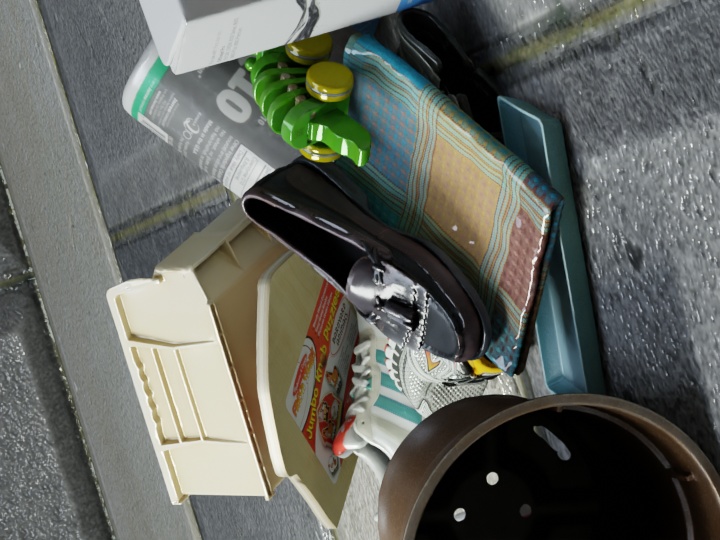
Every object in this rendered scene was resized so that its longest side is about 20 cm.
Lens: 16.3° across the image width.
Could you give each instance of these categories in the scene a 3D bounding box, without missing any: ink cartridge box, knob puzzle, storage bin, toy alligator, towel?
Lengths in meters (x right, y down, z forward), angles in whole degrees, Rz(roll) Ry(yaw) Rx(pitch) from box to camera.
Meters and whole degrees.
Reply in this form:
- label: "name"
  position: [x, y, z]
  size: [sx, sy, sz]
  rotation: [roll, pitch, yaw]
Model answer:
- label: "ink cartridge box"
  position: [-0.046, -0.224, 1.558]
  size: [0.084, 0.199, 0.145]
  rotation: [118, 132, -69]
- label: "knob puzzle"
  position: [-0.042, 0.066, 1.870]
  size: [0.219, 0.030, 0.221]
  rotation: [0, -90, -66]
- label: "storage bin"
  position: [-0.085, 0.044, 1.933]
  size: [0.093, 0.200, 0.200]
  rotation: [0, 117, 32]
- label: "toy alligator"
  position: [-0.049, -0.130, 1.626]
  size: [0.200, 0.054, 0.060]
  rotation: [-119, 29, -43]
- label: "towel"
  position: [0.047, -0.043, 1.586]
  size: [0.200, 0.022, 0.147]
  rotation: [43, 140, 35]

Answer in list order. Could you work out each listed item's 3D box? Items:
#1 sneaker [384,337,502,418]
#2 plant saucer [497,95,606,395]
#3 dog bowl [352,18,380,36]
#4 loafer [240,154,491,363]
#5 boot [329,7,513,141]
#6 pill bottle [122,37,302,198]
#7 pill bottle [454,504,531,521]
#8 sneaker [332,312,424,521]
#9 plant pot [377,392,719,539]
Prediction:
- label: "sneaker"
  position: [0.068, 0.049, 1.687]
  size: [0.200, 0.077, 0.082]
  rotation: [96, 151, -55]
- label: "plant saucer"
  position: [0.120, -0.009, 1.556]
  size: [0.070, 0.019, 0.201]
  rotation: [-142, 37, -64]
- label: "dog bowl"
  position: [-0.030, -0.197, 1.812]
  size: [0.200, 0.049, 0.112]
  rotation: [116, 134, -67]
- label: "loafer"
  position: [0.000, 0.000, 1.603]
  size: [0.200, 0.063, 0.072]
  rotation: [43, 139, 34]
- label: "boot"
  position: [0.027, -0.131, 1.642]
  size: [0.200, 0.068, 0.131]
  rotation: [46, 151, 21]
- label: "pill bottle"
  position: [-0.057, -0.101, 1.754]
  size: [0.200, 0.113, 0.113]
  rotation: [36, 158, 4]
- label: "pill bottle"
  position: [0.119, 0.250, 1.662]
  size: [0.111, 0.110, 0.201]
  rotation: [131, 120, -72]
- label: "sneaker"
  position: [0.017, 0.094, 1.877]
  size: [0.070, 0.093, 0.201]
  rotation: [132, 119, -72]
- label: "plant pot"
  position: [0.101, 0.159, 1.505]
  size: [0.198, 0.199, 0.201]
  rotation: [-152, 47, -78]
